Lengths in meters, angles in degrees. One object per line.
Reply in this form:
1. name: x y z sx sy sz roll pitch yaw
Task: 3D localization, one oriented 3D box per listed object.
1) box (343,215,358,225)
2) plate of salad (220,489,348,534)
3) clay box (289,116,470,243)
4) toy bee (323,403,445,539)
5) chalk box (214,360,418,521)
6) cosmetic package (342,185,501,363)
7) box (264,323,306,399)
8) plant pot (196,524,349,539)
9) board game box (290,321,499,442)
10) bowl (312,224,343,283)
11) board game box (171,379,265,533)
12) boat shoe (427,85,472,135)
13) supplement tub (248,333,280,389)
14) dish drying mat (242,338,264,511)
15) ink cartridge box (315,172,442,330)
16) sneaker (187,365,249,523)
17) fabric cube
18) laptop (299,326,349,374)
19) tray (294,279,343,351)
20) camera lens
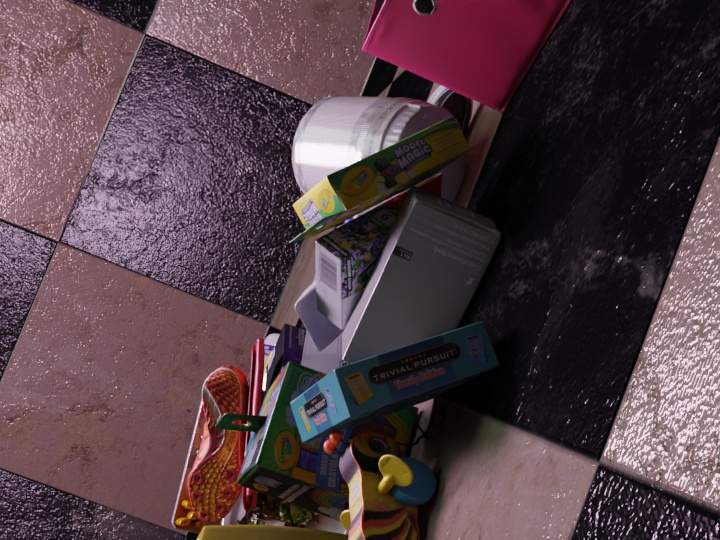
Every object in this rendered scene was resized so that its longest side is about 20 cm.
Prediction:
1. box: 0.021 -0.025 1.592 0.121 0.032 0.200 -36 48 46
2. plate of salad: -0.096 0.293 1.376 0.200 0.048 0.200 -17 54 26
3. clay box: 0.011 -0.097 1.231 0.200 0.048 0.115 -27 -2 -26
4. toy bee: 0.011 0.205 1.075 0.200 0.109 0.131 -86 18 -65
5. chalk box: -0.058 0.187 1.236 0.125 0.200 0.124 130 160 -64
6. cosmetic package: 0.063 0.020 1.227 0.090 0.107 0.200 -95 27 -75
7. box: -0.050 0.151 1.481 0.200 0.141 0.079 -105 37 -76
8. plant pot: -0.122 0.391 1.207 0.200 0.176 0.200 -78 13 -52
9. board game box: 0.026 0.111 1.086 0.200 0.151 0.047 134 118 -68
10. bowl: -0.008 0.003 1.733 0.201 0.105 0.201 -158 90 -83
11. board game box: -0.132 0.260 1.482 0.026 0.200 0.200 -10 64 61
12. boat shoe: 0.108 -0.169 1.578 0.200 0.070 0.066 -63 22 23
13. supplement tub: -0.109 0.211 1.691 0.145 0.145 0.200 148 144 -76
14. dish drying mat: -0.132 0.189 1.383 0.077 0.018 0.200 98 173 -63
15. ink cartridge box: 0.038 -0.025 1.313 0.200 0.050 0.109 -30 -40 -30
16. sneaker: -0.169 0.220 1.410 0.077 0.073 0.200 4 -83 -80
17. fabric cube: 0.138 -0.356 1.401 0.200 0.199 0.196 -77 13 -48
18. laptop: 0.019 0.045 1.390 0.187 0.200 0.116 -85 -11 -65
19. tray: 0.000 0.000 1.355 0.200 0.022 0.107 -44 -35 -15
20. camera lens: 0.020 -0.152 1.498 0.200 0.160 0.160 10 75 43
